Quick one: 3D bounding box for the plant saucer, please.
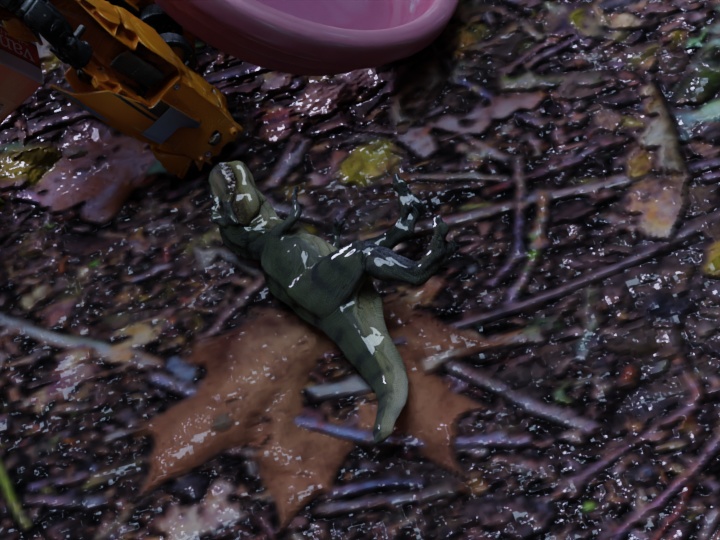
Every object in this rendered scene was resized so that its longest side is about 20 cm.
[{"bbox_3d":[-0.046,-0.170,1.328,0.200,0.051,0.201,19,40,-16],"label":"plant saucer"}]

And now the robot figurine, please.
[{"bbox_3d":[-0.150,-0.130,1.265,0.058,0.200,0.145,-45,39,14],"label":"robot figurine"}]

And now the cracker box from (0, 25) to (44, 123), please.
[{"bbox_3d":[-0.246,-0.175,1.318,0.058,0.134,0.200,-40,46,25],"label":"cracker box"}]

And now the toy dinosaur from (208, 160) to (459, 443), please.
[{"bbox_3d":[0.000,0.000,1.192,0.088,0.047,0.200,-38,44,-2],"label":"toy dinosaur"}]

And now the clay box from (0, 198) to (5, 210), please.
[{"bbox_3d":[-0.283,-0.082,1.267,0.200,0.115,0.048,37,95,19],"label":"clay box"}]
